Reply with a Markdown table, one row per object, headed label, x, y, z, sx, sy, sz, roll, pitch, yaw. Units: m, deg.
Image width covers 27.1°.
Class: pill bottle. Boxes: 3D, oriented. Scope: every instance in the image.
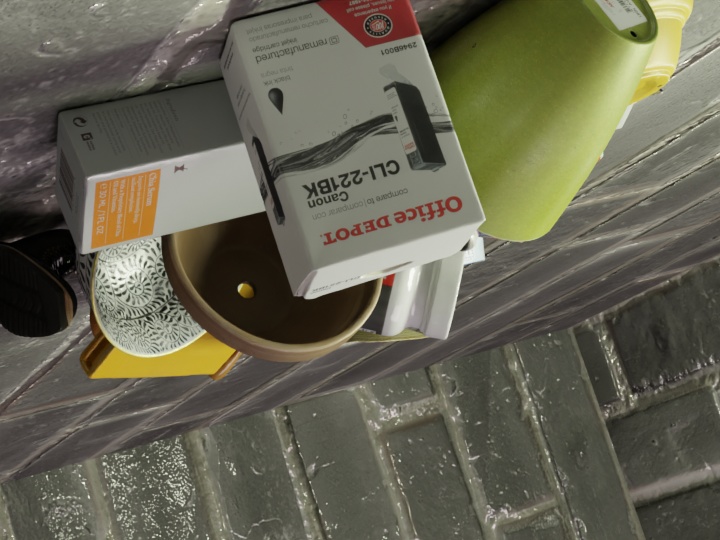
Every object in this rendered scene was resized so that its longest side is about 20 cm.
| label | x | y | z | sx | sy | sz | roll | pitch | yaw |
| --- | --- | --- | --- | --- | --- | --- | --- | --- | --- |
| pill bottle | 0.000 | 0.000 | 1.503 | 0.197 | 0.118 | 0.116 | 13 | 169 | 2 |

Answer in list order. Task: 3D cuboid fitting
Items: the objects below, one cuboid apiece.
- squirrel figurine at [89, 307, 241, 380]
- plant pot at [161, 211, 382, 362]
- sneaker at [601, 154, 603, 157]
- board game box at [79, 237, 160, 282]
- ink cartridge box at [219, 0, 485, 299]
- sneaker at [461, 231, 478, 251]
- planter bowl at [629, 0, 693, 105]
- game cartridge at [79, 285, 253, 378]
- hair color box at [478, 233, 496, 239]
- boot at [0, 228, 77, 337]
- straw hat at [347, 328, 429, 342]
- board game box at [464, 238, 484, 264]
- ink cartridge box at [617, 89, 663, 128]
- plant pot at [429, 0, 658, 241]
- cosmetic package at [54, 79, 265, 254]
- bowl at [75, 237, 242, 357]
| label | x | y | z | sx | sy | sz | roll | pitch | yaw |
| --- | --- | --- | --- | --- | --- | --- | --- | --- | --- |
| squirrel figurine | -0.214 | 0.026 | 1.719 | 0.185 | 0.143 | 0.200 | 6 | 141 | -43 |
| plant pot | -0.086 | -0.001 | 1.320 | 0.199 | 0.203 | 0.093 | -13 | 158 | -31 |
| sneaker | 0.155 | -0.129 | 1.544 | 0.199 | 0.109 | 0.067 | -16 | 170 | -14 |
| board game box | -0.221 | -0.010 | 1.531 | 0.135 | 0.028 | 0.200 | -45 | 177 | -9 |
| ink cartridge box | -0.008 | -0.098 | 1.139 | 0.142 | 0.203 | 0.084 | -16 | 170 | -15 |
| sneaker | 0.064 | -0.111 | 1.409 | 0.080 | 0.201 | 0.084 | 6 | -130 | 37 |
| planter bowl | 0.231 | -0.199 | 1.386 | 0.198 | 0.085 | 0.200 | -19 | 171 | -3 |
| game cartridge | -0.179 | 0.048 | 1.598 | 0.176 | 0.033 | 0.199 | -47 | 154 | 25 |
| hair color box | 0.065 | -0.078 | 1.516 | 0.198 | 0.065 | 0.110 | 14 | 177 | -36 |
| boot | -0.287 | -0.002 | 1.389 | 0.137 | 0.079 | 0.199 | -16 | -153 | -42 |
| straw hat | -0.026 | 0.036 | 1.611 | 0.198 | 0.086 | 0.201 | -4 | 179 | 0 |
| board game box | 0.017 | -0.019 | 1.861 | 0.198 | 0.044 | 0.198 | -13 | -170 | -36 |
| ink cartridge box | 0.188 | -0.164 | 1.470 | 0.198 | 0.095 | 0.037 | -18 | 133 | -14 |
| plant pot | 0.152 | -0.160 | 1.259 | 0.186 | 0.188 | 0.200 | -9 | 151 | -44 |
| cosmetic package | -0.144 | -0.090 | 1.223 | 0.198 | 0.072 | 0.102 | -15 | 148 | -23 |
| bowl | -0.194 | -0.032 | 1.367 | 0.094 | 0.203 | 0.199 | 28 | -159 | 34 |
